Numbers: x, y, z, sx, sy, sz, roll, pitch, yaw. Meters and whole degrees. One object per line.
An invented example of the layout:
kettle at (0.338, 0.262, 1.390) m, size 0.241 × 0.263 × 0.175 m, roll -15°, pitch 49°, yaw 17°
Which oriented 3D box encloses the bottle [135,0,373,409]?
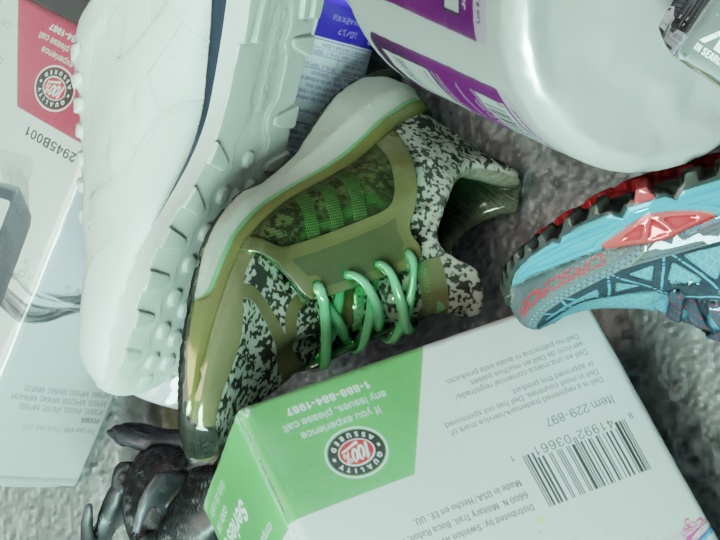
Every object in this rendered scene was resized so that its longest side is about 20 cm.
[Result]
bottle at (-0.051, -0.042, 0.883) m, size 0.065 × 0.083 × 0.201 m, roll 26°, pitch 102°, yaw 56°

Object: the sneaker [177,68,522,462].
sneaker at (0.000, 0.000, 0.803) m, size 0.088 × 0.200 × 0.077 m, roll 20°, pitch 139°, yaw 19°

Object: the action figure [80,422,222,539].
action figure at (-0.063, 0.134, 0.862) m, size 0.119 × 0.102 × 0.201 m, roll 21°, pitch 94°, yaw 38°

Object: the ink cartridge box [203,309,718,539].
ink cartridge box at (0.053, 0.129, 0.748) m, size 0.200 × 0.145 × 0.088 m, roll 61°, pitch 154°, yaw 23°

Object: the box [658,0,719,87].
box at (0.213, -0.079, 0.632) m, size 0.200 × 0.050 × 0.158 m, roll 31°, pitch 106°, yaw -6°

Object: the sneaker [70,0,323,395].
sneaker at (-0.075, -0.053, 0.817) m, size 0.080 × 0.076 × 0.201 m, roll 18°, pitch 94°, yaw 22°

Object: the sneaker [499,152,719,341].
sneaker at (0.144, 0.003, 0.720) m, size 0.199 × 0.079 × 0.096 m, roll -14°, pitch 91°, yaw 20°

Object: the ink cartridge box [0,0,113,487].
ink cartridge box at (-0.161, -0.023, 0.954) m, size 0.145 × 0.085 × 0.201 m, roll 29°, pitch 102°, yaw 33°

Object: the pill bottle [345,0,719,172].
pill bottle at (0.060, -0.109, 0.766) m, size 0.200 × 0.112 × 0.113 m, roll 36°, pitch 106°, yaw 62°
